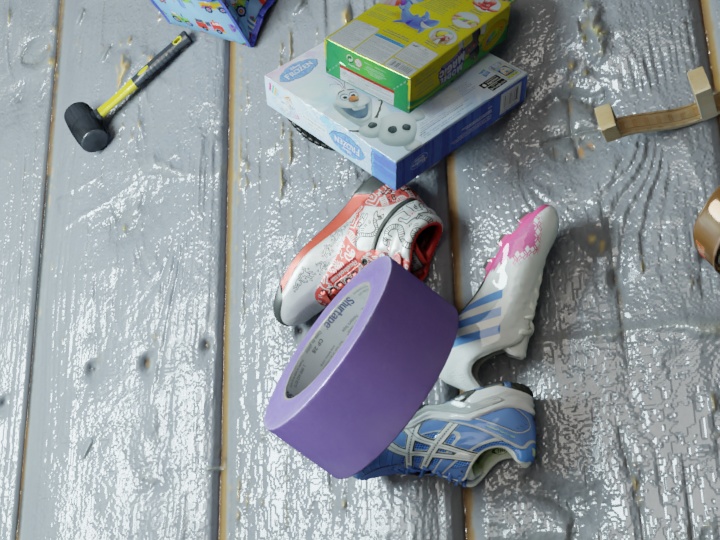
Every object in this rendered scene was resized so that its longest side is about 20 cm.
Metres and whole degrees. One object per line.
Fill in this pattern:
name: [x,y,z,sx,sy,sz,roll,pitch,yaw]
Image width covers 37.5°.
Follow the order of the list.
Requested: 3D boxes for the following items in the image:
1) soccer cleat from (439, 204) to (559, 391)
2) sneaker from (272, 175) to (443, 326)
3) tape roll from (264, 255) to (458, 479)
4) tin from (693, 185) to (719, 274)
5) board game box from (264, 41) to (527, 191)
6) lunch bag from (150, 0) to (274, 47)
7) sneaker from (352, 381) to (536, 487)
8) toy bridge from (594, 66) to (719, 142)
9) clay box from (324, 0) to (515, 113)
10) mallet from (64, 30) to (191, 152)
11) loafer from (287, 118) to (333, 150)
soccer cleat: [0.148,0.034,1.038,0.086,0.070,0.201,38,97,21]
sneaker: [0.000,-0.001,1.117,0.202,0.067,0.108,-50,57,1]
tape roll: [0.000,0.090,1.008,0.085,0.200,0.201,37,92,-12]
tin: [0.376,-0.079,0.931,0.200,0.112,0.042,-43,50,6]
board game box: [0.037,-0.191,1.120,0.199,0.044,0.199,-35,55,-28]
lunch bag: [-0.213,-0.369,1.270,0.150,0.200,0.095,23,83,31]
sneaker: [0.075,0.170,1.017,0.199,0.076,0.078,-21,61,21]
toy bridge: [0.326,-0.168,1.009,0.199,0.067,0.027,-21,65,17]
clay box: [0.069,-0.249,1.111,0.114,0.048,0.200,31,53,28]
mallet: [-0.292,-0.229,1.361,0.199,0.041,0.066,-34,60,8]
loafer: [-0.006,-0.173,1.185,0.199,0.073,0.072,27,66,23]
